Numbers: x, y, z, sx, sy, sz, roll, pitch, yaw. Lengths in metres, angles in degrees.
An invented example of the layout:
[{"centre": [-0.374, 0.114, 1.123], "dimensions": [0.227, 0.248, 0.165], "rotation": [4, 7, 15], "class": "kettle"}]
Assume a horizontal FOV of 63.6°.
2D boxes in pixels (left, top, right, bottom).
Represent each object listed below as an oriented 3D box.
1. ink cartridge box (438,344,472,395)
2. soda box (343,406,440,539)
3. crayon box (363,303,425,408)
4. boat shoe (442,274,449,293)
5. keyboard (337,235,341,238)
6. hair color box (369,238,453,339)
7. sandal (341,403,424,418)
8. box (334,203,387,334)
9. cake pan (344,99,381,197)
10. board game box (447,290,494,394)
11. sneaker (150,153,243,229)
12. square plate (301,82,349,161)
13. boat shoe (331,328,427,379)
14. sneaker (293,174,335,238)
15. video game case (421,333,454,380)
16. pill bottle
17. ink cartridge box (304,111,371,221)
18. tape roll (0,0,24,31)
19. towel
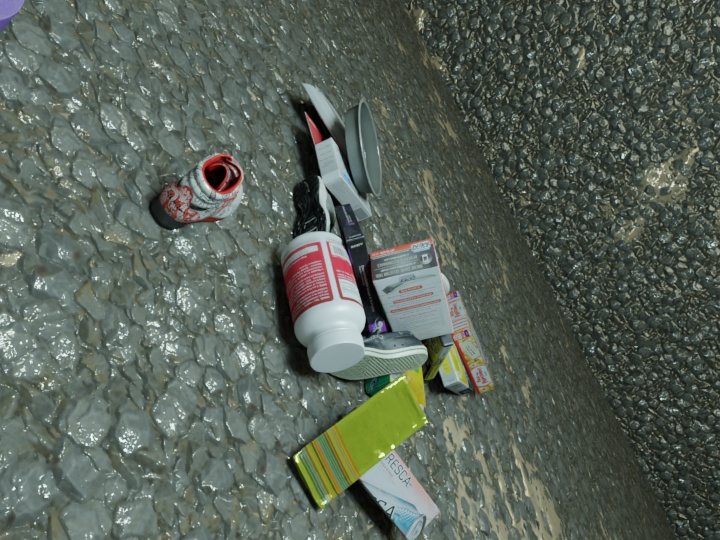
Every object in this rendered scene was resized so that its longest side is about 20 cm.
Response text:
[{"centre": [0.191, 0.170, 1.306], "dimensions": [0.197, 0.046, 0.203], "rotation": [38, 34, -64], "class": "ink cartridge box"}, {"centre": [0.033, 0.305, 0.872], "dimensions": [0.201, 0.068, 0.063], "rotation": [54, -15, -16], "class": "soda box"}, {"centre": [0.062, 0.158, 1.102], "dimensions": [0.119, 0.058, 0.202], "rotation": [42, 32, -38], "class": "crayon box"}, {"centre": [0.150, 0.021, 1.399], "dimensions": [0.200, 0.071, 0.069], "rotation": [47, 50, -43], "class": "boat shoe"}, {"centre": [-0.026, -0.010, 1.143], "dimensions": [0.199, 0.039, 0.106], "rotation": [7, 83, -62], "class": "keyboard"}, {"centre": [0.092, 0.042, 0.999], "dimensions": [0.201, 0.109, 0.065], "rotation": [68, 12, -51], "class": "hair color box"}, {"centre": [0.044, 0.225, 0.974], "dimensions": [0.202, 0.082, 0.051], "rotation": [18, 53, -55], "class": "sandal"}, {"centre": [0.000, 0.000, 1.029], "dimensions": [0.144, 0.036, 0.203], "rotation": [-111, -175, -59], "class": "box"}, {"centre": [0.007, -0.253, 1.221], "dimensions": [0.200, 0.036, 0.204], "rotation": [-7, 90, -77], "class": "cake pan"}, {"centre": [0.261, 0.172, 1.410], "dimensions": [0.152, 0.046, 0.202], "rotation": [-91, 157, -60], "class": "board game box"}, {"centre": [-0.195, -0.119, 0.824], "dimensions": [0.068, 0.107, 0.201], "rotation": [59, 25, -5], "class": "sneaker"}, {"centre": [-0.050, -0.318, 1.305], "dimensions": [0.202, 0.028, 0.198], "rotation": [59, 9, 3], "class": "square plate"}, {"centre": [0.020, 0.137, 0.977], "dimensions": [0.197, 0.075, 0.063], "rotation": [-2, 46, -28], "class": "boat shoe"}, {"centre": [-0.074, -0.087, 1.068], "dimensions": [0.079, 0.073, 0.202], "rotation": [45, 30, -41], "class": "sneaker"}, {"centre": [0.128, 0.097, 1.183], "dimensions": [0.182, 0.025, 0.203], "rotation": [101, -24, -59], "class": "video game case"}, {"centre": [-0.056, 0.048, 0.903], "dimensions": [0.112, 0.111, 0.202], "rotation": [32, 33, -47], "class": "pill bottle"}, {"centre": [-0.044, -0.221, 1.228], "dimensions": [0.200, 0.044, 0.179], "rotation": [43, 30, -65], "class": "ink cartridge box"}, {"centre": [-0.453, -0.325, 0.587], "dimensions": [0.200, 0.065, 0.202], "rotation": [44, 31, -35], "class": "tape roll"}, {"centre": [0.004, 0.236, 0.810], "dimensions": [0.198, 0.018, 0.087], "rotation": [-32, 103, -22], "class": "towel"}]
